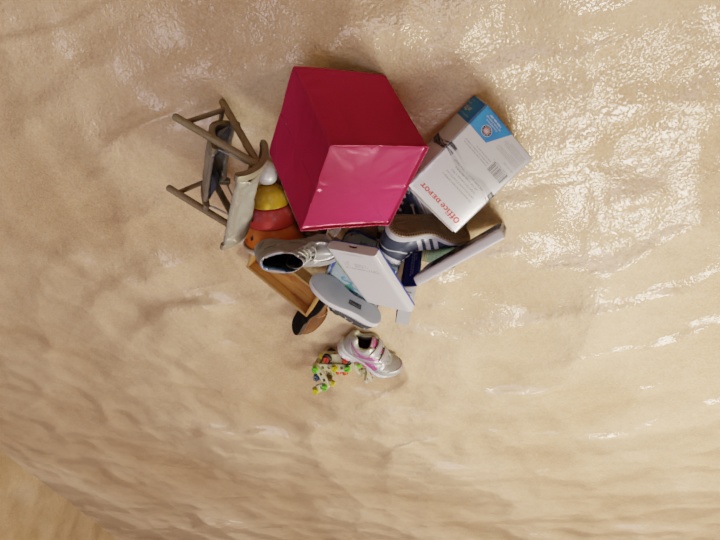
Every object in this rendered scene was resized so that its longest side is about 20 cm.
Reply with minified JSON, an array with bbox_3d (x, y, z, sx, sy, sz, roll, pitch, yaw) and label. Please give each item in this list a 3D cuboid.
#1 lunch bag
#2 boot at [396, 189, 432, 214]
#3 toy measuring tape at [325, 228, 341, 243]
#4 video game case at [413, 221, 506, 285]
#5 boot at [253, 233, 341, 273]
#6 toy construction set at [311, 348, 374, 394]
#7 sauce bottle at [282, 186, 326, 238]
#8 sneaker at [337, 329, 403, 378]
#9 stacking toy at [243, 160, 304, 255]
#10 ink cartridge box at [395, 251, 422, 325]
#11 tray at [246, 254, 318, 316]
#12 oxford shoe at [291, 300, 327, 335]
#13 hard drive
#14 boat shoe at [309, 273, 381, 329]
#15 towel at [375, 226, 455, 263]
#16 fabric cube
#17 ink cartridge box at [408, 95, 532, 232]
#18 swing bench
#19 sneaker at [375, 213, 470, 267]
[{"bbox_3d":[0.000,0.000,1.341,0.158,0.083,0.201,24,141,-5],"label":"lunch bag"},{"bbox_3d":[0.095,-0.146,1.180,0.089,0.073,0.202,-23,120,11],"label":"boot"},{"bbox_3d":[0.007,-0.136,1.204,0.073,0.074,0.201,34,103,-22],"label":"toy measuring tape"},{"bbox_3d":[0.213,-0.039,1.191,0.198,0.182,0.023,-30,91,18],"label":"video game case"},{"bbox_3d":[-0.121,-0.027,1.189,0.195,0.096,0.075,-5,114,-14],"label":"boot"},{"bbox_3d":[-0.057,0.291,1.647,0.195,0.092,0.134,-8,108,8],"label":"toy construction set"},{"bbox_3d":[-0.110,-0.116,1.244,0.063,0.065,0.203,-12,116,22],"label":"sauce bottle"},{"bbox_3d":[0.036,0.230,1.575,0.197,0.082,0.089,24,136,-13],"label":"sneaker"},{"bbox_3d":[-0.199,-0.143,1.252,0.143,0.147,0.204,1,116,10],"label":"stacking toy"},{"bbox_3d":[0.112,0.034,1.334,0.038,0.101,0.202,9,144,1],"label":"ink cartridge box"},{"bbox_3d":[-0.184,0.015,1.396,0.199,0.037,0.099,39,134,4],"label":"tray"},{"bbox_3d":[-0.113,0.101,1.505,0.070,0.072,0.200,4,143,-34],"label":"oxford shoe"},{"bbox_3d":[0.025,0.013,1.217,0.130,0.026,0.201,11,150,37],"label":"hard drive"},{"bbox_3d":[-0.044,0.079,1.345,0.198,0.071,0.066,29,141,-17],"label":"boat shoe"},{"bbox_3d":[0.134,-0.081,1.294,0.195,0.022,0.148,12,134,3],"label":"towel"},{"bbox_3d":[-0.030,-0.214,1.019,0.193,0.202,0.201,-6,144,-30],"label":"fabric cube"},{"bbox_3d":[0.197,-0.199,1.072,0.146,0.086,0.200,39,108,-25],"label":"ink cartridge box"},{"bbox_3d":[-0.274,-0.190,1.136,0.200,0.129,0.200,43,137,13],"label":"swing bench"},{"bbox_3d":[0.124,-0.060,1.172,0.196,0.071,0.109,2,147,-25],"label":"sneaker"}]
